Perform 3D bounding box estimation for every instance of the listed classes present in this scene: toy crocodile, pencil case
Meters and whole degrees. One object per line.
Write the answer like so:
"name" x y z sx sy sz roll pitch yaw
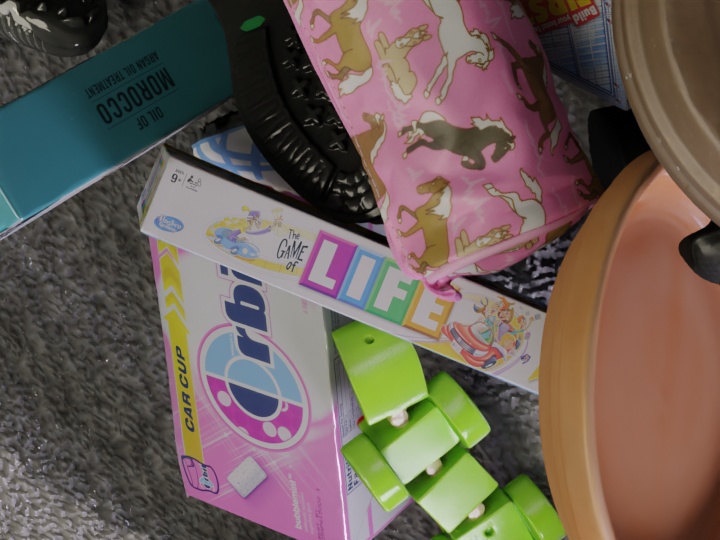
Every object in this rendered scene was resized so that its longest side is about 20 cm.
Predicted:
"toy crocodile" 0.044 0.105 1.011 0.200 0.067 0.062 54 176 -30
"pencil case" 0.020 -0.091 0.804 0.086 0.083 0.201 -27 89 43

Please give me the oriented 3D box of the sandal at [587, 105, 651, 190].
"sandal" 0.116 0.026 0.905 0.075 0.048 0.201 -127 23 -73

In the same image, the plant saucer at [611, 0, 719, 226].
"plant saucer" 0.186 -0.095 0.702 0.199 0.029 0.201 0 88 6

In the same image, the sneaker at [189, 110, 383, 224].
"sneaker" -0.005 -0.051 0.968 0.199 0.072 0.073 3 111 42

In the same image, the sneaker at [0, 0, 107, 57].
"sneaker" -0.207 -0.148 1.097 0.200 0.066 0.091 31 136 29

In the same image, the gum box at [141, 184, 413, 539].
"gum box" -0.039 0.046 1.063 0.113 0.066 0.201 16 125 33

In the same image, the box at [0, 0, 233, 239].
"box" -0.122 -0.073 0.963 0.082 0.200 0.049 -27 97 47

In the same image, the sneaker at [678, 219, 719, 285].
"sneaker" 0.150 -0.081 0.752 0.074 0.087 0.201 178 91 -85

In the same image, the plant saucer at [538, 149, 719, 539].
"plant saucer" 0.125 0.049 0.816 0.037 0.200 0.201 -3 114 36

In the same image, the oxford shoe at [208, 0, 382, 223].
"oxford shoe" -0.021 -0.101 0.907 0.073 0.084 0.201 -32 62 13

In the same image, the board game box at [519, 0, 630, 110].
"board game box" 0.055 -0.163 0.849 0.199 0.062 0.201 -4 112 43

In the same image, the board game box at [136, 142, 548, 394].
"board game box" 0.000 0.000 0.900 0.199 0.134 0.034 23 93 -9
